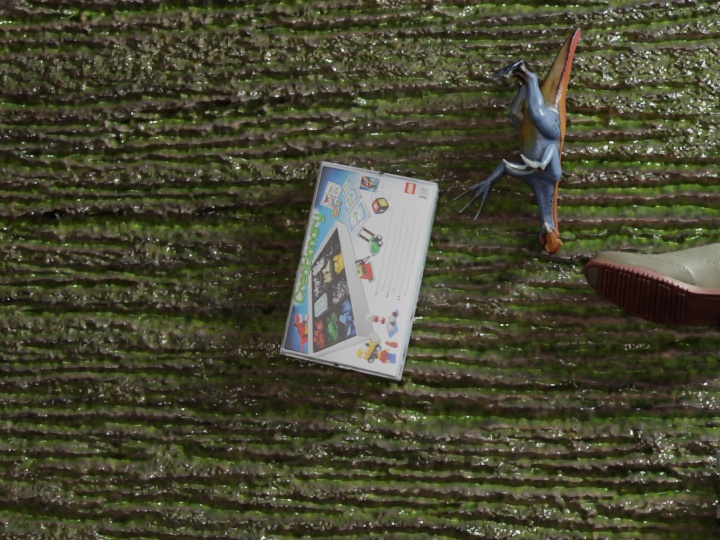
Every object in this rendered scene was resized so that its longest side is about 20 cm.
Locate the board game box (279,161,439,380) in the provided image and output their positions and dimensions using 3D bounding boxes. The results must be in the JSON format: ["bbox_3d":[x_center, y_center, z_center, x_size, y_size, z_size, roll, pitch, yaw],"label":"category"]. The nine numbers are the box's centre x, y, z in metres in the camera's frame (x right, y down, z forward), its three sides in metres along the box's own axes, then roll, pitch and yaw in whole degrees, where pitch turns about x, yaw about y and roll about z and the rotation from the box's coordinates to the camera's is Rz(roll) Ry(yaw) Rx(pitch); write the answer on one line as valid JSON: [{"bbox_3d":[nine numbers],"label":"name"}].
[{"bbox_3d":[0.000,0.000,1.337,0.124,0.035,0.203,12,84,10],"label":"board game box"}]

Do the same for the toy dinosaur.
[{"bbox_3d":[0.186,-0.118,1.301,0.198,0.105,0.183,-29,99,-8],"label":"toy dinosaur"}]

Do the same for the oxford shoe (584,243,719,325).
[{"bbox_3d":[0.319,0.009,1.279,0.197,0.071,0.076,15,58,12],"label":"oxford shoe"}]

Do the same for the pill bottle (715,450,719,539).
[{"bbox_3d":[0.388,0.260,1.197,0.112,0.114,0.203,-8,81,8],"label":"pill bottle"}]
